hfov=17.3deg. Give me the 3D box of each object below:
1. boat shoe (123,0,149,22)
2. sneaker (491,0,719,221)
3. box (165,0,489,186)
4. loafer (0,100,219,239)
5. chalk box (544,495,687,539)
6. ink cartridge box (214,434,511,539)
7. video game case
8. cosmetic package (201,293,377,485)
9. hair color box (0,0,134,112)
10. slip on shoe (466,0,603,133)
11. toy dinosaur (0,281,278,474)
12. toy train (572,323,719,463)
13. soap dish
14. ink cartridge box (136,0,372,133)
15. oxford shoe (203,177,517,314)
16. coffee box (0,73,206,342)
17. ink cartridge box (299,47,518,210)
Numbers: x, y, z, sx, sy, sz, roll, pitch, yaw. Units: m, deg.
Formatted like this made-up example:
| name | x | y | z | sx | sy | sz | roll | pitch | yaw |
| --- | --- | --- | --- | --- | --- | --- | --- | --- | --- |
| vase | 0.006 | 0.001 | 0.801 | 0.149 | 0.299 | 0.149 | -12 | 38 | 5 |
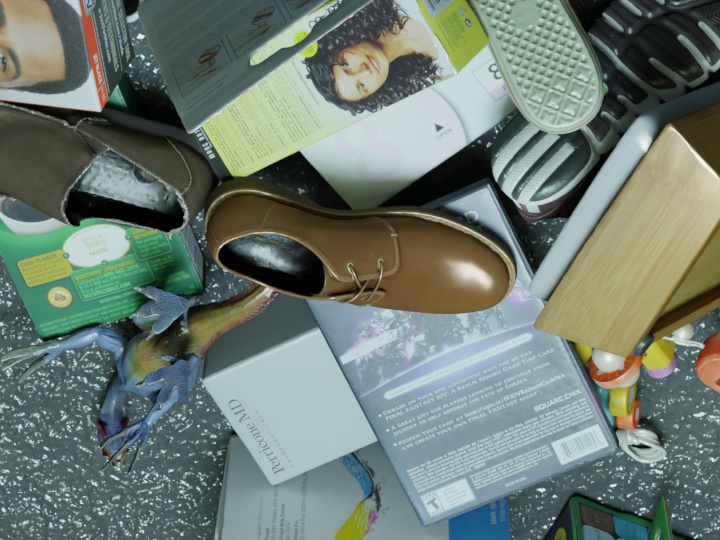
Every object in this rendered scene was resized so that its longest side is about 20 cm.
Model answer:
| name | x | y | z | sx | sy | sz | roll | pitch | yaw |
| --- | --- | --- | --- | --- | --- | --- | --- | --- | --- |
| boat shoe | -0.171 | -0.240 | 1.408 | 0.073 | 0.066 | 0.201 | -24 | 118 | 15 |
| sneaker | 0.163 | -0.105 | 1.492 | 0.200 | 0.116 | 0.076 | -40 | 71 | -6 |
| box | -0.022 | -0.121 | 1.421 | 0.199 | 0.050 | 0.076 | -25 | 102 | 40 |
| loafer | -0.185 | -0.069 | 1.457 | 0.198 | 0.071 | 0.073 | 9 | 121 | -5 |
| chalk box | 0.182 | 0.253 | 1.669 | 0.123 | 0.125 | 0.201 | 22 | 120 | -12 |
| ink cartridge box | 0.001 | 0.213 | 1.635 | 0.198 | 0.145 | 0.148 | 1 | 122 | 0 |
| video game case | 0.061 | 0.056 | 1.520 | 0.142 | 0.019 | 0.201 | -23 | 107 | 14 |
| cosmetic package | 0.004 | 0.052 | 1.581 | 0.199 | 0.071 | 0.102 | -25 | 118 | 16 |
| hair color box | -0.244 | -0.162 | 1.421 | 0.198 | 0.061 | 0.102 | 7 | 132 | 17 |
| slip on shoe | 0.091 | -0.174 | 1.414 | 0.074 | 0.061 | 0.201 | -22 | 84 | 5 |
| toy dinosaur | -0.129 | 0.072 | 1.563 | 0.199 | 0.182 | 0.106 | -19 | 82 | -8 |
| toy train | 0.195 | 0.087 | 1.560 | 0.150 | 0.056 | 0.200 | 31 | 145 | -13 |
| soap dish | 0.202 | -0.034 | 1.455 | 0.081 | 0.200 | 0.158 | 41 | 119 | 18 |
| ink cartridge box | -0.040 | -0.148 | 1.345 | 0.160 | 0.200 | 0.047 | -35 | 119 | 5 |
| oxford shoe | 0.000 | 0.000 | 1.454 | 0.198 | 0.071 | 0.072 | 9 | 118 | -7 |
| coffee box | -0.187 | -0.058 | 1.532 | 0.122 | 0.044 | 0.201 | -17 | 120 | 10 |
| ink cartridge box | 0.002 | -0.152 | 1.472 | 0.162 | 0.057 | 0.200 | -34 | 120 | 20 |
